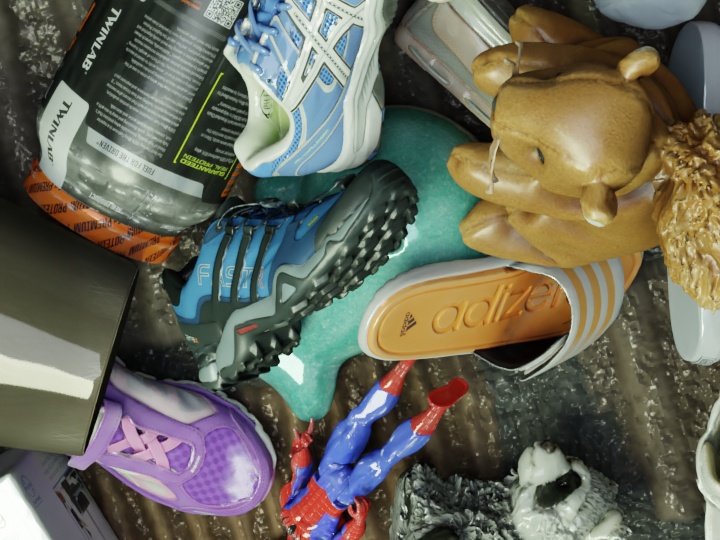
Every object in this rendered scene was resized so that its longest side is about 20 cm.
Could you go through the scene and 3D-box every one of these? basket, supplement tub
[{"bbox_3d":[-0.234,0.021,1.570,0.199,0.136,0.181,16,96,-3],"label":"basket"},{"bbox_3d":[-0.107,-0.113,1.608,0.122,0.123,0.201,29,101,-1],"label":"supplement tub"}]

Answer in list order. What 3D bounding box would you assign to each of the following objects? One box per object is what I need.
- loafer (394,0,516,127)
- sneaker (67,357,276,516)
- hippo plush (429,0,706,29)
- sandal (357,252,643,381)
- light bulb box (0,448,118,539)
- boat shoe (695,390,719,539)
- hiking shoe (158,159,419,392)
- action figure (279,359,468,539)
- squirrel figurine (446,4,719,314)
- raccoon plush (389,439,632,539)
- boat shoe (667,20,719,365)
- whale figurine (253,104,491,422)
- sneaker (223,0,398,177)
[{"bbox_3d":[0.101,-0.086,1.628,0.063,0.072,0.200,-40,88,21],"label":"loafer"},{"bbox_3d":[-0.145,0.092,1.669,0.199,0.088,0.081,29,101,-2],"label":"sneaker"},{"bbox_3d":[0.116,-0.198,1.520,0.160,0.201,0.159,31,130,-19],"label":"hippo plush"},{"bbox_3d":[0.091,0.030,1.596,0.059,0.206,0.079,45,133,36],"label":"sandal"},{"bbox_3d":[-0.226,0.237,1.686,0.198,0.125,0.201,-31,96,10],"label":"light bulb box"},{"bbox_3d":[0.223,0.114,1.625,0.071,0.069,0.201,28,127,36],"label":"boat shoe"},{"bbox_3d":[-0.049,-0.011,1.567,0.200,0.074,0.087,-43,76,38],"label":"hiking shoe"},{"bbox_3d":[-0.009,0.119,1.656,0.065,0.052,0.200,48,132,17],"label":"action figure"},{"bbox_3d":[0.147,-0.063,1.489,0.199,0.187,0.142,21,85,3],"label":"squirrel figurine"},{"bbox_3d":[0.085,0.187,1.689,0.133,0.097,0.201,2,131,-9],"label":"raccoon plush"},{"bbox_3d":[0.217,-0.046,1.626,0.066,0.070,0.201,-5,97,-15],"label":"boat shoe"},{"bbox_3d":[0.000,0.000,1.630,0.159,0.104,0.200,39,103,-4],"label":"whale figurine"},{"bbox_3d":[-0.029,-0.135,1.512,0.077,0.076,0.201,-19,124,-29],"label":"sneaker"}]
